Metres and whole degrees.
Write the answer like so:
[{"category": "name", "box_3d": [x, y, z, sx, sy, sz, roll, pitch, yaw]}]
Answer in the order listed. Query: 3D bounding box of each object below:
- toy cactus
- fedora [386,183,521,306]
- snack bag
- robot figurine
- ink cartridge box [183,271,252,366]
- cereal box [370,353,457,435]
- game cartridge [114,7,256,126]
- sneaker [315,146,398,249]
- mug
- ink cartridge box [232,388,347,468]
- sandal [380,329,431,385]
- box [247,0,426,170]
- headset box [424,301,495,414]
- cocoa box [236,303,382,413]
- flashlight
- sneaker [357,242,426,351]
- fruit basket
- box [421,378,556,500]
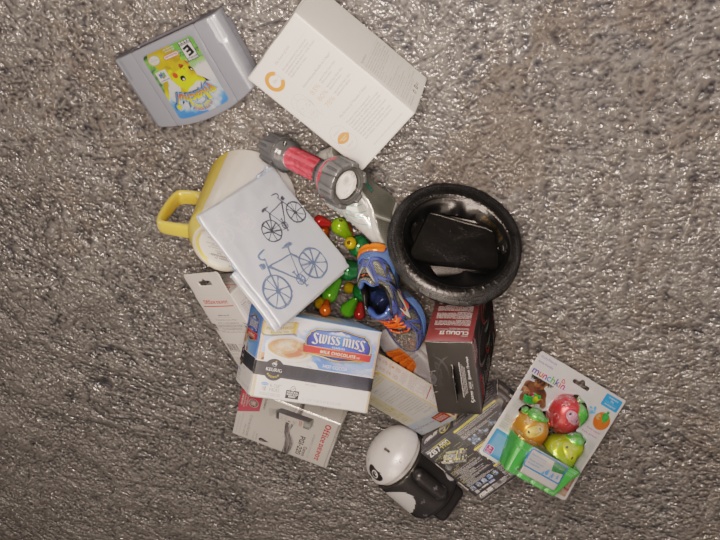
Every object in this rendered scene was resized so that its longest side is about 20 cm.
[{"category": "toy cactus", "box_3d": [0.000, 0.000, 1.366, 0.161, 0.103, 0.203, -1, 120, 6]}, {"category": "fedora", "box_3d": [0.134, -0.028, 1.269, 0.197, 0.204, 0.092, 17, 162, 4]}, {"category": "snack bag", "box_3d": [-0.127, -0.037, 1.241, 0.201, 0.188, 0.021, 52, 134, -4]}, {"category": "robot figurine", "box_3d": [0.099, 0.381, 1.607, 0.200, 0.126, 0.149, 43, 128, -18]}, {"category": "ink cartridge box", "box_3d": [-0.202, 0.069, 1.463, 0.115, 0.068, 0.202, -4, 122, 47]}, {"category": "cereal box", "box_3d": [0.063, 0.215, 1.516, 0.198, 0.040, 0.144, 31, 150, -9]}, {"category": "game cartridge", "box_3d": [-0.246, -0.284, 1.246, 0.197, 0.041, 0.134, -15, 125, 28]}, {"category": "sneaker", "box_3d": [-0.003, -0.103, 1.299, 0.079, 0.071, 0.202, -15, 119, 43]}, {"category": "mug", "box_3d": [-0.204, -0.073, 1.323, 0.185, 0.154, 0.150, -24, 119, 33]}, {"category": "ink cartridge box", "box_3d": [-0.130, 0.269, 1.621, 0.197, 0.085, 0.147, 19, 131, 0]}, {"category": "sandal", "box_3d": [0.111, 0.145, 1.461, 0.206, 0.060, 0.078, 42, 151, -29]}, {"category": "box", "box_3d": [-0.029, -0.257, 1.154, 0.199, 0.098, 0.124, 37, 130, -14]}, {"category": "headset box", "box_3d": [0.156, 0.111, 1.321, 0.074, 0.201, 0.151, 0, 128, 18]}, {"category": "cocoa box", "box_3d": [-0.083, 0.136, 1.369, 0.196, 0.133, 0.134, 11, 90, -17]}, {"category": "flashlight", "box_3d": [-0.075, -0.148, 1.211, 0.199, 0.067, 0.069, 31, 141, 43]}, {"category": "sneaker", "box_3d": [0.039, 0.056, 1.313, 0.074, 0.079, 0.201, -11, 127, 30]}, {"category": "fruit basket", "box_3d": [0.322, 0.263, 1.428, 0.183, 0.094, 0.202, 30, 102, -13]}, {"category": "box", "box_3d": [0.230, 0.306, 1.535, 0.160, 0.049, 0.200, 37, 119, -15]}]
